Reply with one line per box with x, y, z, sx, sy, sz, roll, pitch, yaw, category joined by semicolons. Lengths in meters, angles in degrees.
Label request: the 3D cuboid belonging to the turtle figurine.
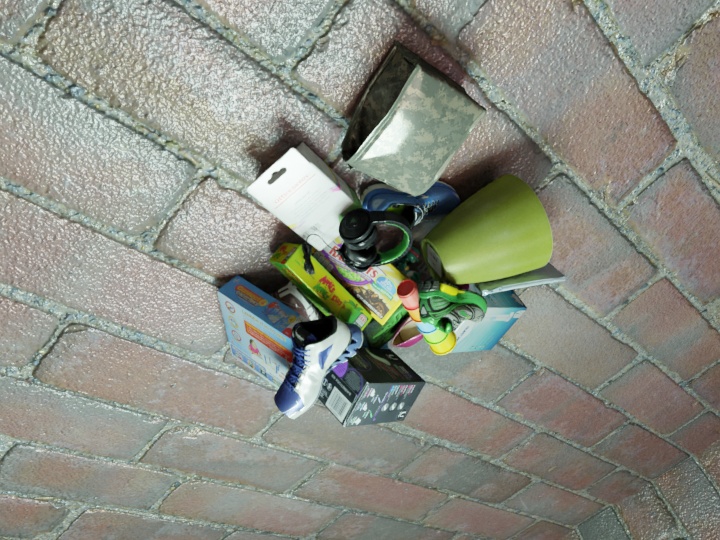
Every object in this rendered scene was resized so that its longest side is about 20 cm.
0.076;0.019;1.233;0.200;0.101;0.150;-45;163;5;turtle figurine

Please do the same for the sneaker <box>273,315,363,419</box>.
-0.095;0.150;1.057;0.200;0.080;0.115;-49;136;-2;sneaker

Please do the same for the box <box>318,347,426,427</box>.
0.017;0.233;1.222;0.199;0.122;0.107;11;112;-49;box

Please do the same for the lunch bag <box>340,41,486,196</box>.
0.076;-0.232;0.984;0.162;0.118;0.201;19;118;-34;lunch bag

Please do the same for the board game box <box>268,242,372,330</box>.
-0.075;0.034;1.139;0.200;0.101;0.048;46;75;-22;board game box

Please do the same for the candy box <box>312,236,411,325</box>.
0.000;0.000;1.144;0.199;0.026;0.103;41;98;-2;candy box

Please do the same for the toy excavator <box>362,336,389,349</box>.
0.031;0.139;1.338;0.191;0.100;0.202;-4;124;-18;toy excavator

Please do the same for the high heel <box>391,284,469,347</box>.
0.139;0.087;1.223;0.200;0.068;0.095;-43;169;38;high heel

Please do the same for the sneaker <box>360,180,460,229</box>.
0.101;-0.112;1.121;0.197;0.090;0.079;-9;135;-20;sneaker

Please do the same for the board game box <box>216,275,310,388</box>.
-0.181;0.136;1.183;0.056;0.198;0.198;-41;147;-35;board game box

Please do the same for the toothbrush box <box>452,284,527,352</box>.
0.254;0.105;1.354;0.198;0.086;0.147;1;133;-42;toothbrush box

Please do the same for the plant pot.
0.219;-0.056;1.126;0.198;0.188;0.189;-23;136;-13;plant pot

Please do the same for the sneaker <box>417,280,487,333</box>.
0.165;0.074;1.111;0.077;0.087;0.199;2;171;43;sneaker

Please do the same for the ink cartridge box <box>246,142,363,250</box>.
-0.097;-0.136;1.044;0.117;0.068;0.200;-37;134;15;ink cartridge box

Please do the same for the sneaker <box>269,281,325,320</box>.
-0.135;0.106;1.263;0.114;0.076;0.201;-22;125;8;sneaker

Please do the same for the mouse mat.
0.092;0.090;1.248;0.199;0.008;0.161;-37;155;-9;mouse mat

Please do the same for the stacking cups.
0.127;0.084;1.151;0.060;0.061;0.201;-28;133;7;stacking cups

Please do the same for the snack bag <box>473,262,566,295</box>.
0.293;-0.006;1.222;0.186;0.200;0.022;-8;116;-12;snack bag

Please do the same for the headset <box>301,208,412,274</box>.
-0.004;-0.040;1.058;0.197;0.095;0.124;-5;142;-5;headset
